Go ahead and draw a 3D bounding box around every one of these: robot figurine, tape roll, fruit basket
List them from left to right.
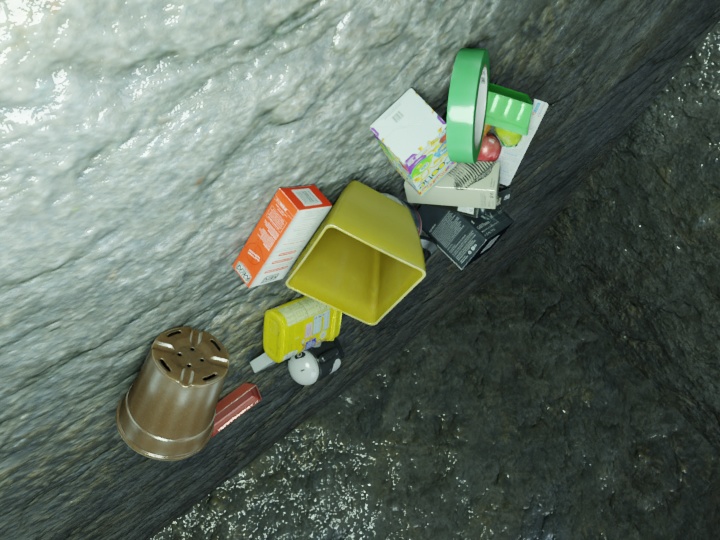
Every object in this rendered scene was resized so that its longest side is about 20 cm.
[{"bbox_3d":[-0.144,0.288,1.861,0.199,0.124,0.151,-24,139,-46],"label":"robot figurine"},{"bbox_3d":[0.199,-0.300,1.056,0.200,0.048,0.202,9,90,-74],"label":"tape roll"},{"bbox_3d":[0.274,-0.294,1.230,0.094,0.184,0.201,-81,-173,-47],"label":"fruit basket"}]

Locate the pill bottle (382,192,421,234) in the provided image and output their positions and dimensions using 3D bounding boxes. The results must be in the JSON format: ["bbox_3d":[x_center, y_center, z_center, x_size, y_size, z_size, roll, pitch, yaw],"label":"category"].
[{"bbox_3d":[0.057,-0.110,1.300,0.120,0.120,0.200,-45,163,14],"label":"pill bottle"}]

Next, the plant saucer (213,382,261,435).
[{"bbox_3d":[-0.403,0.425,1.775,0.199,0.037,0.200,-35,163,-18],"label":"plant saucer"}]

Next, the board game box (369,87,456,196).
[{"bbox_3d":[0.108,-0.239,1.110,0.105,0.103,0.200,-42,163,5],"label":"board game box"}]

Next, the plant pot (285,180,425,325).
[{"bbox_3d":[-0.001,-0.047,1.103,0.200,0.199,0.177,-49,-158,44],"label":"plant pot"}]

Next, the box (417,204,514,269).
[{"bbox_3d":[0.281,-0.136,1.572,0.200,0.197,0.124,-29,159,-50],"label":"box"}]

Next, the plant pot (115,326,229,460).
[{"bbox_3d":[-0.359,0.232,1.139,0.200,0.200,0.199,-19,145,-52],"label":"plant pot"}]

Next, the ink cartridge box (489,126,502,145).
[{"bbox_3d":[0.287,-0.299,1.391,0.199,0.084,0.145,-21,154,-49],"label":"ink cartridge box"}]

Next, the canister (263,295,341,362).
[{"bbox_3d":[-0.148,0.136,1.468,0.199,0.086,0.150,-21,129,-43],"label":"canister"}]

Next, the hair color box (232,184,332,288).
[{"bbox_3d":[-0.147,-0.063,1.064,0.101,0.061,0.200,-17,150,-54],"label":"hair color box"}]

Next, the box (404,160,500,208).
[{"bbox_3d":[0.200,-0.191,1.254,0.069,0.198,0.083,69,30,-59],"label":"box"}]

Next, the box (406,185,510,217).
[{"bbox_3d":[0.235,-0.184,1.380,0.160,0.199,0.044,-23,124,-45],"label":"box"}]

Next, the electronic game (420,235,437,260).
[{"bbox_3d":[0.105,-0.054,1.536,0.198,0.042,0.200,-3,161,-1],"label":"electronic game"}]

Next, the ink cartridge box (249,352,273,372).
[{"bbox_3d":[-0.215,0.221,1.585,0.200,0.039,0.099,-32,173,41],"label":"ink cartridge box"}]
